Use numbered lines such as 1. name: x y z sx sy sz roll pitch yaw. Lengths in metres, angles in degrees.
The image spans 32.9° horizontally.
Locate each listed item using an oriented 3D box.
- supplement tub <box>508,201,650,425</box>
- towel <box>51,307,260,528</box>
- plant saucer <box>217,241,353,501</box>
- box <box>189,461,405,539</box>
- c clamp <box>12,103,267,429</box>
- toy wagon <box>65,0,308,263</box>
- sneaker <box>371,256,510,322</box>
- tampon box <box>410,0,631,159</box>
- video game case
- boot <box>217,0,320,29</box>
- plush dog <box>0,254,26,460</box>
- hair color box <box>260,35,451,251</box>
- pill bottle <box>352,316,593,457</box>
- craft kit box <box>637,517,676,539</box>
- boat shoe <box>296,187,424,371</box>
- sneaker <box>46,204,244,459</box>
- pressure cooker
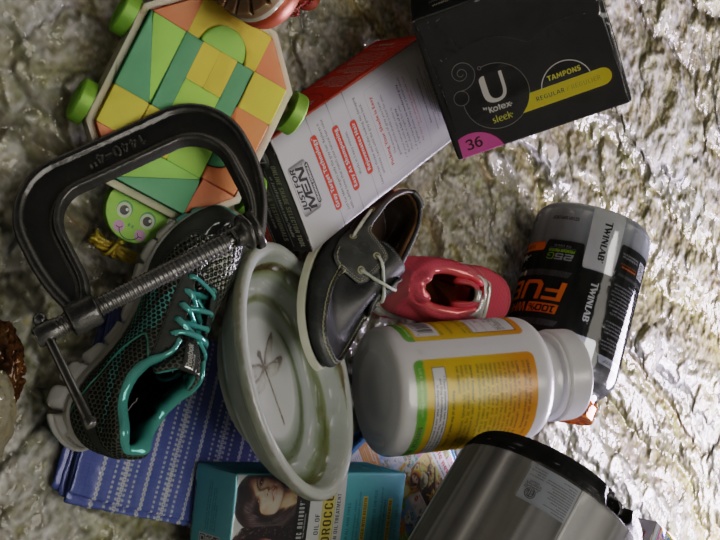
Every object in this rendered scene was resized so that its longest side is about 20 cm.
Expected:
1. supplement tub: 0.211 0.045 1.220 0.122 0.121 0.203 29 72 -43
2. towel: -0.139 0.122 0.943 0.199 0.024 0.147 26 73 -45
3. plant saucer: -0.065 0.081 0.944 0.200 0.050 0.203 -16 90 -71
4. box: -0.048 0.200 0.991 0.199 0.049 0.084 9 87 -47
5. c clamp: -0.143 -0.017 0.820 0.199 0.027 0.172 -33 78 -16
6. toy wagon: -0.132 -0.097 0.877 0.154 0.039 0.202 28 87 -23
7. sneaker: 0.087 0.027 1.116 0.199 0.086 0.075 8 89 -46
8. tampon box: 0.129 -0.206 1.033 0.201 0.148 0.127 -87 156 -62
9. video game case: 0.018 0.211 1.111 0.200 0.018 0.145 -39 119 -36
10. boot: -0.057 -0.222 0.895 0.107 0.074 0.201 49 21 -36
11. plush dog: -0.265 0.076 0.736 0.201 0.159 0.173 -51 152 -28
12. hair color box: -0.011 -0.109 1.021 0.200 0.061 0.103 -39 119 -37
13. pill bottle: 0.102 0.099 1.077 0.197 0.111 0.113 -3 96 -24
14. craft kit box: 0.249 0.291 1.227 0.200 0.196 0.049 42 66 -40
15. boat shoe: 0.000 0.000 0.997 0.072 0.067 0.201 64 33 -31
16. sneaker: -0.129 0.048 0.844 0.077 0.091 0.202 40 75 -40
17. pressure cooker: 0.112 0.253 0.981 0.179 0.175 0.201 49 63 -32
